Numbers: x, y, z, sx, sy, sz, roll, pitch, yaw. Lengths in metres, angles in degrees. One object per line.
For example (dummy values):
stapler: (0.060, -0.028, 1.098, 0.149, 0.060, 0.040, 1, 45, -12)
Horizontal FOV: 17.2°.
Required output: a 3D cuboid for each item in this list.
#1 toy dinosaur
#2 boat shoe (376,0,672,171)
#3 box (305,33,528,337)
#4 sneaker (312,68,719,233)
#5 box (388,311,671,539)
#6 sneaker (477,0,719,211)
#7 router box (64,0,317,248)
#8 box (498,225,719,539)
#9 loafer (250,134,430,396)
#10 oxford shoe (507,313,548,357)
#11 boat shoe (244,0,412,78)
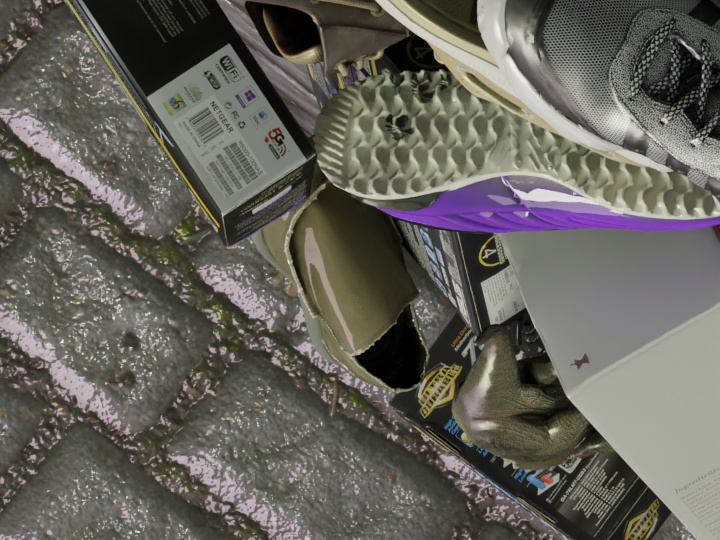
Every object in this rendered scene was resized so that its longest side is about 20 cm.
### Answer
toy dinosaur: (0.095, 0.076, 1.278, 0.200, 0.102, 0.077, 10, -118, -63)
boat shoe: (0.057, -0.103, 0.974, 0.200, 0.075, 0.068, 36, 158, -7)
box: (0.024, -0.080, 1.222, 0.161, 0.049, 0.200, 49, 165, 37)
sneaker: (0.085, -0.050, 1.076, 0.200, 0.070, 0.100, 5, 167, 10)
box: (0.147, 0.061, 1.510, 0.198, 0.200, 0.050, 33, 174, 40)
sneaker: (0.140, -0.057, 0.862, 0.200, 0.076, 0.114, 31, 180, -26)
router box: (-0.095, -0.111, 1.091, 0.200, 0.052, 0.157, 57, 175, 2)
box: (0.165, 0.041, 1.171, 0.200, 0.097, 0.125, 46, -162, -45)
loafer: (0.000, 0.000, 1.272, 0.070, 0.075, 0.200, 39, 167, 32)
oxford shoe: (0.104, -0.032, 1.400, 0.084, 0.073, 0.200, 7, -133, -25)
boat shoe: (-0.018, -0.122, 1.016, 0.200, 0.073, 0.074, 19, -177, -33)
